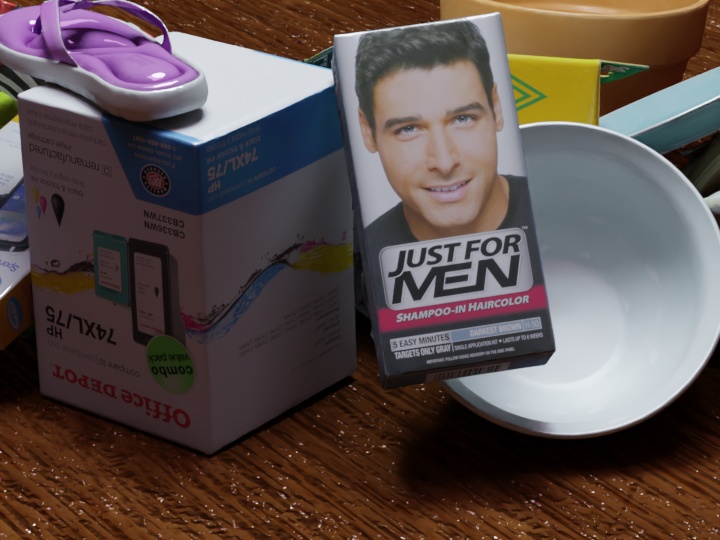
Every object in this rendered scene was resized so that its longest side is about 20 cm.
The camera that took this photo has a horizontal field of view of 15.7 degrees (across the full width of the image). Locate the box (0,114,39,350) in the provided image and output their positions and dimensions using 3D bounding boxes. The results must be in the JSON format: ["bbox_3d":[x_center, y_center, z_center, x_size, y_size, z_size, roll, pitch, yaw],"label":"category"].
[{"bbox_3d":[-0.225,-0.023,1.642,0.119,0.042,0.200,18,48,31],"label":"box"}]

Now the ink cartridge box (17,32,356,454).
[{"bbox_3d":[-0.102,-0.020,1.580,0.146,0.200,0.146,16,29,35],"label":"ink cartridge box"}]

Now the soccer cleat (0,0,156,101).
[{"bbox_3d":[-0.181,-0.126,1.728,0.200,0.085,0.069,19,66,32],"label":"soccer cleat"}]

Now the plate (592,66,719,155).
[{"bbox_3d":[0.204,-0.099,1.665,0.200,0.026,0.200,-24,6,3],"label":"plate"}]

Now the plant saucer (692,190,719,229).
[{"bbox_3d":[0.294,-0.015,1.602,0.200,0.050,0.200,20,-16,6],"label":"plant saucer"}]

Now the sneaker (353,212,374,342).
[{"bbox_3d":[0.000,0.000,1.692,0.199,0.075,0.115,6,20,6],"label":"sneaker"}]

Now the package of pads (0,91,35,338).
[{"bbox_3d":[-0.231,-0.048,1.764,0.154,0.068,0.200,14,43,32],"label":"package of pads"}]

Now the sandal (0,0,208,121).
[{"bbox_3d":[-0.152,-0.138,1.541,0.082,0.050,0.202,-18,29,-33],"label":"sandal"}]

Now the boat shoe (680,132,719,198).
[{"bbox_3d":[0.227,-0.053,1.683,0.073,0.200,0.063,-5,68,-13],"label":"boat shoe"}]

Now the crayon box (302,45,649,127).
[{"bbox_3d":[0.070,-0.109,1.653,0.199,0.051,0.127,2,-1,-11],"label":"crayon box"}]

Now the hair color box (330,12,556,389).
[{"bbox_3d":[0.046,-0.040,1.497,0.099,0.201,0.061,-9,-9,-3],"label":"hair color box"}]

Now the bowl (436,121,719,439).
[{"bbox_3d":[0.120,0.019,1.574,0.201,0.202,0.090,0,-22,2],"label":"bowl"}]

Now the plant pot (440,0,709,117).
[{"bbox_3d":[0.155,-0.145,1.939,0.200,0.140,0.200,3,17,-1],"label":"plant pot"}]
